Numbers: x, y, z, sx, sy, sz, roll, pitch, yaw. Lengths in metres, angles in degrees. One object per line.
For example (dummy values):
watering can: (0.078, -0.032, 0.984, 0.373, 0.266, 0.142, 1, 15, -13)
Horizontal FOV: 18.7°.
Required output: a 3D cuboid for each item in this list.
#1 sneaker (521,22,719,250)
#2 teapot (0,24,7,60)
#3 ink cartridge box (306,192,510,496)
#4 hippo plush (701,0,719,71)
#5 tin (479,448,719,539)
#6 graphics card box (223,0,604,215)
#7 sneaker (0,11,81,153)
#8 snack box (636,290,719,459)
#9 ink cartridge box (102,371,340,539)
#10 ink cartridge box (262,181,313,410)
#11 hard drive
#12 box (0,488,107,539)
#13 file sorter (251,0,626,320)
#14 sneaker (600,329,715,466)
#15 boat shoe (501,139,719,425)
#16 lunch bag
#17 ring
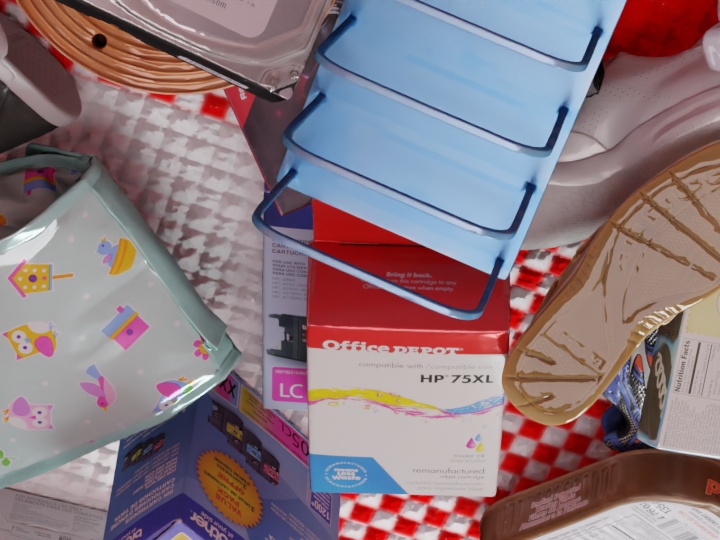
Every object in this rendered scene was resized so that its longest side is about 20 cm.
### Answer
sneaker: (0.132, -0.077, 1.227, 0.199, 0.089, 0.075, -20, 146, 24)
teapot: (-0.202, -0.237, 1.077, 0.145, 0.198, 0.200, 13, 138, -16)
ink cartridge box: (0.026, 0.046, 1.260, 0.116, 0.067, 0.200, 1, 139, 1)
hippo plush: (0.260, -0.112, 1.142, 0.160, 0.200, 0.160, 17, 121, 8)
tin: (0.160, 0.171, 1.395, 0.112, 0.042, 0.200, 38, 136, -26)
graphics card box: (0.021, -0.123, 1.201, 0.199, 0.051, 0.126, -20, 104, 16)
sneaker: (-0.258, -0.127, 1.217, 0.099, 0.071, 0.200, -34, 121, 18)
snack box: (0.235, 0.010, 1.244, 0.116, 0.037, 0.201, 10, 94, -14)
ink cartridge box: (-0.083, 0.164, 1.337, 0.076, 0.200, 0.136, -36, 117, 25)
ink cartridge box: (0.000, 0.000, 1.316, 0.119, 0.042, 0.201, 3, 124, 1)
hard drive: (-0.061, -0.203, 1.102, 0.139, 0.038, 0.201, 25, 83, -16)
box: (-0.230, 0.248, 1.491, 0.116, 0.060, 0.201, 13, 125, -6)
file sorter: (0.042, -0.095, 1.113, 0.138, 0.123, 0.201, 23, 110, 4)
sneaker: (0.170, 0.044, 1.318, 0.078, 0.075, 0.201, -5, 124, 11)
boat shoe: (0.152, -0.003, 1.196, 0.074, 0.069, 0.200, 42, 111, -7)
lunch bag: (-0.190, 0.023, 1.293, 0.199, 0.122, 0.171, -20, 122, 23)
ring: (-0.100, -0.194, 1.161, 0.199, 0.019, 0.201, 1, 105, 4)
